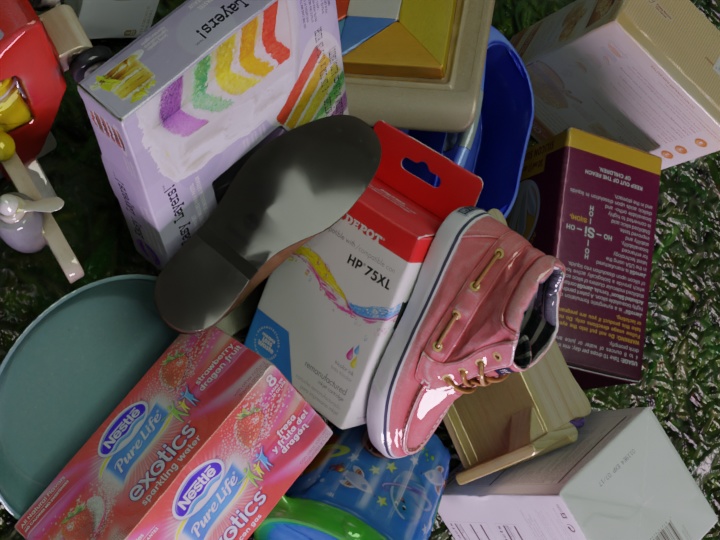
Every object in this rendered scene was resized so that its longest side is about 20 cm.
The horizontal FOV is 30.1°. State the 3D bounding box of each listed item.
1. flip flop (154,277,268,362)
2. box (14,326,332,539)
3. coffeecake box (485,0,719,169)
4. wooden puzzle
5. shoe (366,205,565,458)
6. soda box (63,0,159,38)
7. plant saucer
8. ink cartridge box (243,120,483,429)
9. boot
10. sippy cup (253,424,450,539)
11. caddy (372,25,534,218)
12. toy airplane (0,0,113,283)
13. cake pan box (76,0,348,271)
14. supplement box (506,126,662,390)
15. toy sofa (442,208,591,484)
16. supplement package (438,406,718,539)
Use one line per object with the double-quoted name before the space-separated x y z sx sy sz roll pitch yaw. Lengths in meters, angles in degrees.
"flip flop" -0.089 0.012 1.057 0.199 0.057 0.082 -34 98 -27
"box" -0.131 0.147 0.948 0.200 0.102 0.095 -49 133 -13
"coffeecake box" 0.226 -0.161 1.169 0.153 0.200 0.073 40 66 -16
"wooden puzzle" 0.016 -0.214 1.094 0.183 0.037 0.202 6 68 11
"shoe" 0.074 0.062 0.951 0.071 0.091 0.202 -5 120 -51
"soda box" -0.171 -0.259 0.975 0.063 0.200 0.069 -7 61 -26
"plant saucer" -0.188 0.093 0.967 0.199 0.036 0.202 -19 121 -35
"ink cartridge box" 0.000 0.000 0.995 0.067 0.116 0.202 -5 121 -52
"boot" -0.067 -0.033 0.944 0.200 0.075 0.074 -44 86 -12
"sippy cup" 0.004 0.181 1.045 0.131 0.139 0.179 -58 150 -33
"caddy" 0.071 -0.117 1.134 0.140 0.105 0.202 20 73 -22
"toy airplane" -0.260 -0.103 0.913 0.140 0.199 0.201 -26 122 -32
"cake pan box" -0.091 -0.107 0.917 0.184 0.201 0.052 -39 63 -20
"supplement box" 0.176 -0.004 1.158 0.102 0.131 0.202 14 75 -23
"toy sofa" 0.091 0.055 1.043 0.097 0.083 0.201 -16 80 -52
"supplement package" 0.165 0.190 1.079 0.113 0.200 0.110 -37 99 -26
